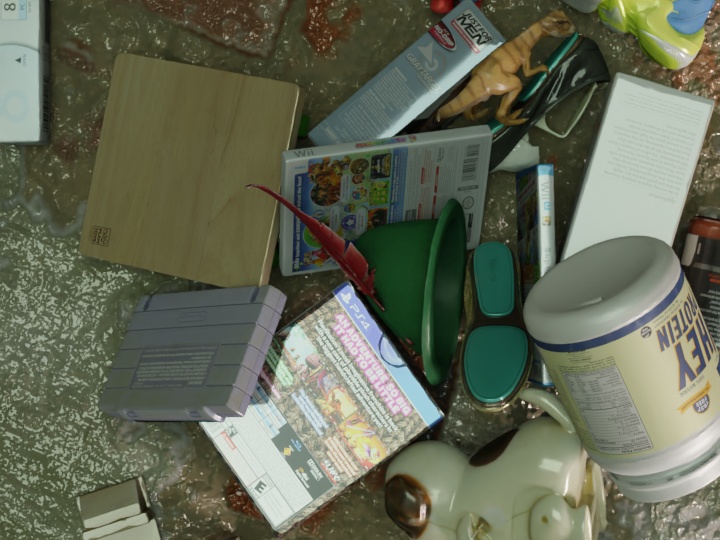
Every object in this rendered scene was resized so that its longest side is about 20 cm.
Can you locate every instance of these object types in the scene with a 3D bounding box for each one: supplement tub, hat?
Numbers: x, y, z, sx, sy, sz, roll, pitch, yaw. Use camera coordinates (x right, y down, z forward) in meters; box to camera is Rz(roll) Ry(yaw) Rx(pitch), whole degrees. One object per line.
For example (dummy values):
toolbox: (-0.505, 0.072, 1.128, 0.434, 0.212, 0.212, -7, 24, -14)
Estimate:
supplement tub: (0.342, 0.055, 1.702, 0.106, 0.107, 0.202, 12, 92, 5)
supplement tub: (0.243, 0.087, 1.589, 0.144, 0.145, 0.201, -26, 111, 4)
hat: (0.000, 0.000, 1.697, 0.174, 0.166, 0.202, 6, 111, 14)

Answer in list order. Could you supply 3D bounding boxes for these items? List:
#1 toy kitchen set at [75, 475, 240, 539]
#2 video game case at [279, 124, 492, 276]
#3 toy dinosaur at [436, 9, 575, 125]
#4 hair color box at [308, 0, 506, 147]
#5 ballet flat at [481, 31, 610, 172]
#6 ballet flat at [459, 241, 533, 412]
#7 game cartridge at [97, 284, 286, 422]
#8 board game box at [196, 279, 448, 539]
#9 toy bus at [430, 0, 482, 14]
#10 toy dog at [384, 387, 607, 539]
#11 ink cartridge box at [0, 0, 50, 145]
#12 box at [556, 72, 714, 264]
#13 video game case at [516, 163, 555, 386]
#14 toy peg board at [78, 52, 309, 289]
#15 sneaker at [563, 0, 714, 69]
toy kitchen set: (-0.217, 0.286, 1.709, 0.198, 0.180, 0.164, -18, 87, 0)
video game case: (0.022, -0.065, 1.701, 0.198, 0.018, 0.144, -8, 134, -13)
toy dinosaur: (0.116, -0.172, 1.660, 0.060, 0.107, 0.200, 34, 61, 25)
hair color box: (0.051, -0.164, 1.729, 0.200, 0.099, 0.061, -41, 78, 3)
ballet flat: (0.163, -0.142, 1.742, 0.200, 0.068, 0.068, -43, 99, 3)
ballet flat: (0.127, 0.064, 1.698, 0.070, 0.071, 0.201, -1, 50, 5)
game cartridge: (-0.160, 0.081, 1.701, 0.199, 0.038, 0.131, -4, 63, 46)
board game box: (-0.041, 0.131, 1.738, 0.199, 0.097, 0.160, -36, 87, 3)
toy bus: (0.074, -0.344, 1.728, 0.198, 0.136, 0.194, 12, 107, 7)
toy dog: (0.119, 0.211, 1.696, 0.198, 0.140, 0.195, -5, 121, 16)
ink cartridge box: (-0.409, -0.206, 1.794, 0.198, 0.047, 0.162, 0, 90, 2)
box: (0.254, -0.072, 1.702, 0.097, 0.124, 0.202, 17, 92, 4)
video game case: (0.166, 0.005, 1.699, 0.018, 0.143, 0.202, -2, 90, -2)
toy peg board: (-0.150, -0.092, 1.763, 0.198, 0.098, 0.202, 12, 90, 20)
sneaker: (0.256, -0.286, 1.728, 0.199, 0.076, 0.105, 36, 81, -15)
